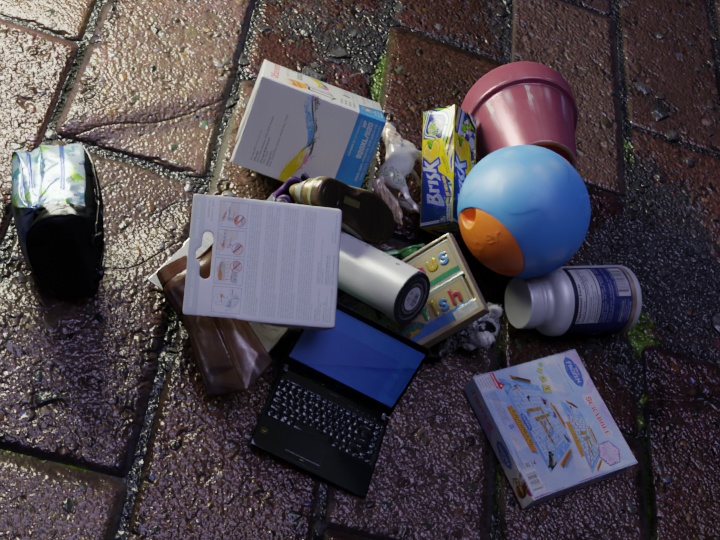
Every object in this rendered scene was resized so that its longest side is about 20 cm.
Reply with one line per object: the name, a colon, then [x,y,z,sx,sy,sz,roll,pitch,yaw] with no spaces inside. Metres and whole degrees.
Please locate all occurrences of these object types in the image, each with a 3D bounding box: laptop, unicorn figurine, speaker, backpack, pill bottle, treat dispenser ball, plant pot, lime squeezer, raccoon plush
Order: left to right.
backpack: [-0.408,-0.086,1.372,0.153,0.163,0.201,3,49,-3]
laptop: [-0.024,0.170,1.368,0.177,0.103,0.200,27,53,-11]
speaker: [0.000,0.000,1.458,0.200,0.081,0.081,28,45,34]
unicorn figurine: [0.067,-0.172,1.668,0.137,0.074,0.200,42,31,-16]
lime squeezer: [0.088,-0.010,1.604,0.199,0.038,0.071,19,83,-11]
raccoon plush: [0.127,0.048,1.542,0.134,0.097,0.200,-17,65,-39]
treat dispenser ball: [0.247,-0.089,1.537,0.200,0.201,0.201,11,54,-15]
plant pot: [0.276,-0.215,1.686,0.199,0.200,0.179,9,40,-17]
pill bottle: [0.334,0.048,1.610,0.199,0.111,0.111,-1,58,-23]

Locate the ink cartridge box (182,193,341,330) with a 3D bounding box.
ink cartridge box: [-0.128,-0.010,1.332,0.199,0.047,0.161,6,82,-13]

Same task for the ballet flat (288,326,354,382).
ballet flat: [-0.065,0.077,1.415,0.200,0.074,0.074,54,50,-16]

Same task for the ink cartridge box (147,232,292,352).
ink cartridge box: [-0.178,0.027,1.454,0.200,0.045,0.176,36,51,5]

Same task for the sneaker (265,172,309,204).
sneaker: [-0.138,-0.065,1.452,0.074,0.088,0.200,31,49,0]

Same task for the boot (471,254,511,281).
boot: [0.272,-0.043,1.675,0.199,0.072,0.145,0,58,-13]

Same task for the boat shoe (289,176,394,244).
boat shoe: [-0.027,-0.092,1.491,0.200,0.076,0.072,31,72,-50]

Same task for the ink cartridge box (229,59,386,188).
ink cartridge box: [-0.082,-0.214,1.562,0.199,0.145,0.147,19,18,-10]

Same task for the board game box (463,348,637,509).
board game box: [0.281,0.230,1.507,0.199,0.041,0.200,-11,62,-28]

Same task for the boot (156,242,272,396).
boot: [-0.155,0.052,1.357,0.186,0.064,0.200,-29,77,3]

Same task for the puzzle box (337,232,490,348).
puzzle box: [0.074,0.050,1.466,0.025,0.200,0.133,29,33,-58]

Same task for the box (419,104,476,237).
box: [0.142,-0.158,1.633,0.070,0.064,0.201,20,67,-49]
